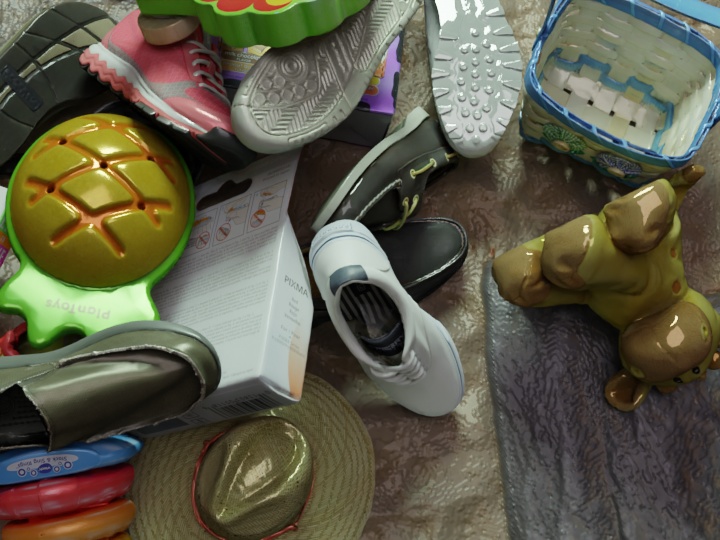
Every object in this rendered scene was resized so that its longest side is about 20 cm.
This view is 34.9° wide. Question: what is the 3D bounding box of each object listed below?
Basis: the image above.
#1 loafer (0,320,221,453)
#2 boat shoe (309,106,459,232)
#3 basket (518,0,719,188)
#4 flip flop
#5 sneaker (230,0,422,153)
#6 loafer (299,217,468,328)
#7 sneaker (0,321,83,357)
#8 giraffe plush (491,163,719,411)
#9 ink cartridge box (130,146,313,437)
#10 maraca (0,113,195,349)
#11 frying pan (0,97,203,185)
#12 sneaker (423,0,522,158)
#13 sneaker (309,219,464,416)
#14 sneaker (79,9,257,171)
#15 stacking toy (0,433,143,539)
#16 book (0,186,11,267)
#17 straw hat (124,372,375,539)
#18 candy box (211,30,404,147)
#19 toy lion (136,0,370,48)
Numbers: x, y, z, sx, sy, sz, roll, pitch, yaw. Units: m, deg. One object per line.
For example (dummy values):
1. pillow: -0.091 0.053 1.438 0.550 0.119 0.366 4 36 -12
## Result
1. loafer: -0.188 0.089 0.756 0.198 0.070 0.076 -13 118 4
2. boat shoe: 0.026 -0.069 0.903 0.061 0.072 0.201 43 37 -2
3. basket: 0.222 -0.161 0.929 0.175 0.200 0.140 24 63 3
4. flip flop: -0.270 -0.146 0.926 0.200 0.057 0.081 -50 115 -27
5. sneaker: -0.039 -0.150 0.862 0.077 0.111 0.200 42 63 -13
6. loafer: 0.000 0.000 0.914 0.199 0.072 0.073 -21 76 -14
7. sneaker: -0.263 0.075 0.844 0.200 0.085 0.077 -37 79 -18
8. giraffe plush: 0.223 0.025 0.916 0.199 0.172 0.163 -22 86 -50
9. ink cartridge box: -0.104 0.017 0.864 0.050 0.161 0.201 39 47 -38
10. maraca: -0.191 -0.030 0.831 0.136 0.107 0.201 8 59 -6
11. frying pan: -0.213 -0.074 0.925 0.189 0.031 0.115 -25 67 -2
12. sneaker: 0.090 -0.182 0.977 0.076 0.081 0.202 -1 70 -5
13. sneaker: 0.020 0.055 0.849 0.073 0.200 0.071 -27 37 15
14. sneaker: -0.136 -0.149 0.866 0.200 0.074 0.087 37 88 36
15. stacking toy: -0.203 0.219 0.811 0.115 0.110 0.202 -8 87 -4
16. book: -0.344 0.019 0.846 0.133 0.048 0.201 15 71 22
17. straw hat: -0.078 0.152 0.847 0.199 0.085 0.203 3 72 -8
18. candy box: -0.045 -0.222 0.980 0.166 0.072 0.202 9 72 -5
19. toy lion: -0.066 -0.232 0.840 0.190 0.069 0.201 5 47 22
